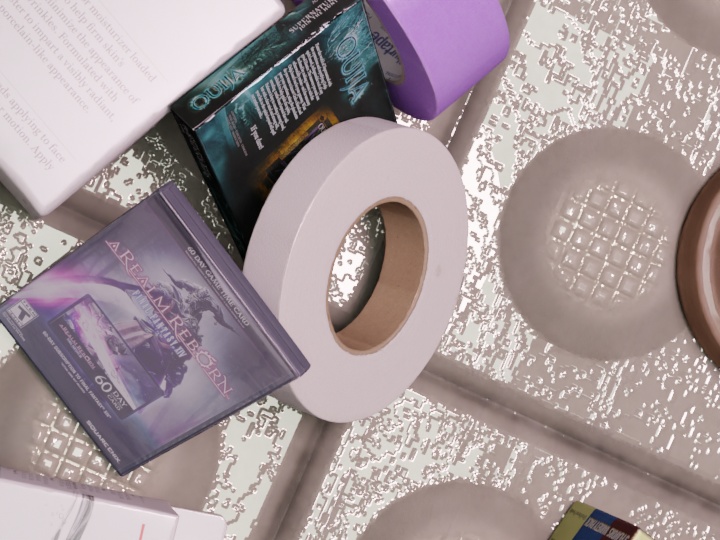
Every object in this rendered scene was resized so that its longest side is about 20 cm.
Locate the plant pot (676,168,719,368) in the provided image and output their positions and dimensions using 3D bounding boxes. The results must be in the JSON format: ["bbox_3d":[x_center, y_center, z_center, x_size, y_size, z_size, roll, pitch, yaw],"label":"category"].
[{"bbox_3d":[0.344,-0.002,1.236,0.200,0.175,0.201,0,90,-12],"label":"plant pot"}]

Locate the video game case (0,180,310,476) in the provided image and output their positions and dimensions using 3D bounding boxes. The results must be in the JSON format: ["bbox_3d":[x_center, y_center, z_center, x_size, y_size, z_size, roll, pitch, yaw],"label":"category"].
[{"bbox_3d":[-0.138,0.043,1.143,0.143,0.200,0.019,53,44,-6],"label":"video game case"}]

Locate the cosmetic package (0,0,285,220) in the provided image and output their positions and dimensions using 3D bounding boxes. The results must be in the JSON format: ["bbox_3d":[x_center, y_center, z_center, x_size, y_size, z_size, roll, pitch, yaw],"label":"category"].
[{"bbox_3d":[-0.181,-0.157,1.136,0.200,0.165,0.165,-40,98,-8],"label":"cosmetic package"}]

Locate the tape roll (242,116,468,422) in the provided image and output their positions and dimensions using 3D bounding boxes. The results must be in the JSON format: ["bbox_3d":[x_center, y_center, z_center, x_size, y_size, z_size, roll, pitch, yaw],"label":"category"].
[{"bbox_3d":[0.000,0.000,1.173,0.203,0.037,0.203,-27,126,-46],"label":"tape roll"}]

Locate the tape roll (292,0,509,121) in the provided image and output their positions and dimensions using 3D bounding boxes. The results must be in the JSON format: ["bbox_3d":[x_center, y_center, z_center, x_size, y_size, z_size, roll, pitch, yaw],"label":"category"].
[{"bbox_3d":[0.006,-0.194,1.155,0.066,0.200,0.200,-41,97,-8],"label":"tape roll"}]

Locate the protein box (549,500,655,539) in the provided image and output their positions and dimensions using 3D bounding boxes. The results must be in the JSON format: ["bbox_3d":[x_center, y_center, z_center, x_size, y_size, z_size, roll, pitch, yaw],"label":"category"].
[{"bbox_3d":[0.188,0.301,1.223,0.200,0.135,0.199,37,84,-9],"label":"protein box"}]

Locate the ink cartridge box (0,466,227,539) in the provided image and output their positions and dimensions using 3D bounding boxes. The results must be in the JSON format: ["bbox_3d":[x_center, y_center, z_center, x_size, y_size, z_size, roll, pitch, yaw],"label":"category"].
[{"bbox_3d":[-0.191,0.200,1.182,0.200,0.067,0.116,13,87,-11],"label":"ink cartridge box"}]

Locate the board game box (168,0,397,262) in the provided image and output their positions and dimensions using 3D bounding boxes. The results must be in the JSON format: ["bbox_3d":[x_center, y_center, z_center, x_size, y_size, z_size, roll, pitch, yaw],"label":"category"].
[{"bbox_3d":[-0.039,-0.085,1.156,0.135,0.200,0.028,-40,62,-12],"label":"board game box"}]
